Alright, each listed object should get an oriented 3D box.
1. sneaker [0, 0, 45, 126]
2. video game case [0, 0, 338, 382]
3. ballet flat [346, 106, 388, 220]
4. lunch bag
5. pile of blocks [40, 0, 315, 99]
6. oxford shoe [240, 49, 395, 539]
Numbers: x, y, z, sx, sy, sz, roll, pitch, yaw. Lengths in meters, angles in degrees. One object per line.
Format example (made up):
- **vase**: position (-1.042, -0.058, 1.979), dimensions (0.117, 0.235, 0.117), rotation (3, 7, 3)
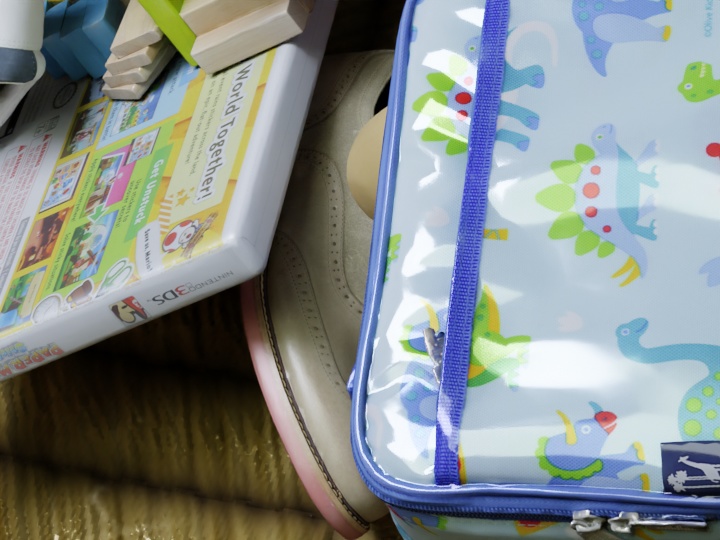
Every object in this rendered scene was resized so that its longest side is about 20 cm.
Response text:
- **sneaker**: position (-0.175, -0.079, 1.039), dimensions (0.200, 0.073, 0.071), rotation (150, 122, -66)
- **video game case**: position (-0.094, -0.042, 0.994), dimensions (0.181, 0.023, 0.200), rotation (-22, 34, 29)
- **ballet flat**: position (0.087, -0.037, 0.880), dimensions (0.199, 0.069, 0.063), rotation (-8, 26, 14)
- **lunch bag**: position (0.079, -0.005, 0.794), dimensions (0.160, 0.083, 0.201), rotation (1, 63, 17)
- **pile of blocks**: position (-0.097, -0.116, 1.011), dimensions (0.200, 0.062, 0.082), rotation (1, 49, 49)
- **oxford shoe**: position (0.000, 0.000, 0.963), dimensions (0.074, 0.070, 0.201), rotation (-16, 61, 16)
